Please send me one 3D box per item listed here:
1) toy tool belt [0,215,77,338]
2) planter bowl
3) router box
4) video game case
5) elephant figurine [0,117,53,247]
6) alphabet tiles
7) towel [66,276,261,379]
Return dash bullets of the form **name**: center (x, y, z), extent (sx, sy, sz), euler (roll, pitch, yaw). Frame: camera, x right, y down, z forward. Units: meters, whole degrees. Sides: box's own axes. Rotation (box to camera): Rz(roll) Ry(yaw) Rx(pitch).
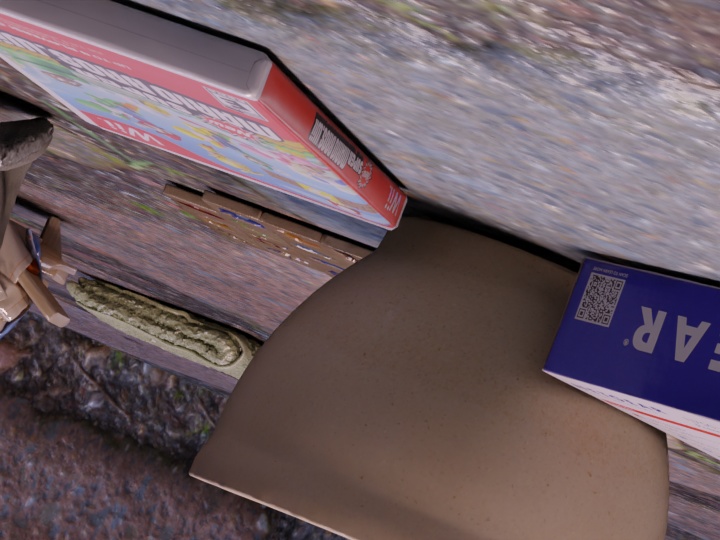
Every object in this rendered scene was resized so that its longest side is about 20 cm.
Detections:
- **toy tool belt**: center (-0.259, 0.009, 1.833), extent (0.122, 0.125, 0.200), euler (31, 174, -5)
- **planter bowl**: center (0.045, 0.060, 1.091), extent (0.199, 0.136, 0.200), euler (21, 174, 2)
- **router box**: center (0.198, 0.063, 0.980), extent (0.179, 0.049, 0.199), euler (27, 172, -39)
- **video game case**: center (-0.070, -0.065, 0.958), extent (0.142, 0.018, 0.200), euler (20, 174, 18)
- **elephant figurine**: center (-0.212, -0.038, 1.255), extent (0.141, 0.156, 0.200), euler (-13, 160, -26)
- **alphabet tiles**: center (0.000, 0.000, 1.353), extent (0.199, 0.008, 0.167), euler (21, 174, 16)
- **towel**: center (-0.156, 0.060, 2.342), extent (0.199, 0.037, 0.148), euler (19, 174, 28)
